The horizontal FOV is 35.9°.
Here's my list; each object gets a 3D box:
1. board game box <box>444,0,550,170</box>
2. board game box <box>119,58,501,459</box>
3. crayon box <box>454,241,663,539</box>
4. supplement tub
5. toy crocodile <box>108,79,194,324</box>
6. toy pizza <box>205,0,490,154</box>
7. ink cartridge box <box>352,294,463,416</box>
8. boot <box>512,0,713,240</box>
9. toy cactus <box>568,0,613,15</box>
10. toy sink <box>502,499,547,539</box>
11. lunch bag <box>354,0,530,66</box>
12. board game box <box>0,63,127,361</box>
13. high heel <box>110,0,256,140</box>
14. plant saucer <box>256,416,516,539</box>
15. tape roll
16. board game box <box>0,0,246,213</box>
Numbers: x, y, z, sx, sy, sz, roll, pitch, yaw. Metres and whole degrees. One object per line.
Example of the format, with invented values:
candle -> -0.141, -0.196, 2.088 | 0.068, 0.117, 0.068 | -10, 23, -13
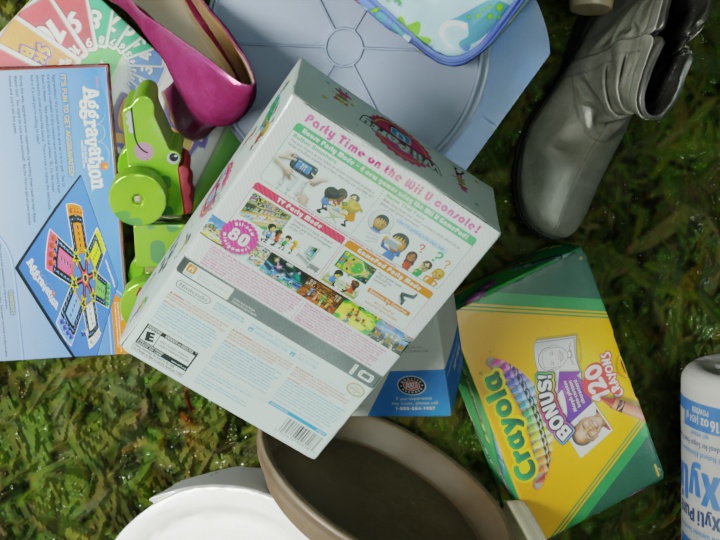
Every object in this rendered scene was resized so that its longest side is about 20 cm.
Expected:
board game box -> 0.035, -0.149, 0.814 | 0.158, 0.039, 0.201 | 36, 93, 1
board game box -> -0.033, -0.001, 0.679 | 0.147, 0.064, 0.200 | 32, 116, -15
crayon box -> 0.143, 0.093, 0.863 | 0.118, 0.058, 0.201 | -25, 102, -10
supplement tub -> 0.321, 0.173, 0.881 | 0.131, 0.132, 0.202 | -4, 97, -14
toy crocodile -> -0.132, -0.026, 0.748 | 0.061, 0.068, 0.201 | -3, 113, -4
toy pizza -> -0.009, -0.155, 0.771 | 0.198, 0.032, 0.202 | 1, 102, 7
ink cartridge box -> 0.000, 0.000, 0.761 | 0.115, 0.067, 0.201 | -2, 118, 16
boot -> 0.179, -0.116, 0.809 | 0.067, 0.131, 0.201 | 18, 92, -15
toy cactus -> 0.176, -0.271, 0.801 | 0.198, 0.102, 0.166 | 4, 86, -16
toy sink -> 0.071, 0.285, 0.807 | 0.111, 0.131, 0.201 | 0, 115, -14
lunch bag -> 0.036, -0.240, 0.690 | 0.200, 0.082, 0.161 | 41, 102, -2
board game box -> -0.215, -0.038, 0.760 | 0.102, 0.019, 0.202 | -3, 105, -6
high heel -> -0.128, -0.187, 0.727 | 0.067, 0.096, 0.201 | -19, 89, -33
plant saucer -> 0.015, 0.157, 0.772 | 0.199, 0.200, 0.030 | 22, 107, -16
tape roll -> -0.085, 0.242, 0.779 | 0.201, 0.071, 0.204 | 0, 91, 13
board game box -> -0.163, -0.107, 0.780 | 0.200, 0.030, 0.096 | 43, 85, -18
